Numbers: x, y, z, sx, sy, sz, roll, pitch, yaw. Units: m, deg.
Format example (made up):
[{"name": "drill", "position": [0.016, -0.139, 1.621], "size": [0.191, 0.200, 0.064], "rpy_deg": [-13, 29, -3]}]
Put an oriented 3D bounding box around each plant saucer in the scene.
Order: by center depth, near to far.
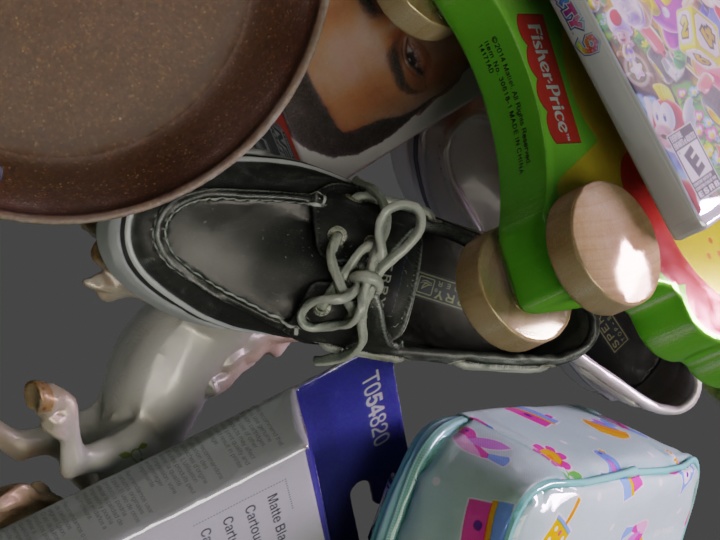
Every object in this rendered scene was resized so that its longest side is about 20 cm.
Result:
[{"name": "plant saucer", "position": [-0.110, -0.116, 0.818], "size": [0.199, 0.037, 0.202], "rpy_deg": [0, 87, -8]}]

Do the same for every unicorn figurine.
[{"name": "unicorn figurine", "position": [-0.074, 0.032, 0.914], "size": [0.200, 0.074, 0.137], "rpy_deg": [-47, 135, 7]}]

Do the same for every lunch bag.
[{"name": "lunch bag", "position": [0.064, 0.143, 0.985], "size": [0.199, 0.077, 0.161], "rpy_deg": [0, 112, -58]}]

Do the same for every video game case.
[{"name": "video game case", "position": [0.112, -0.125, 0.853], "size": [0.143, 0.018, 0.201], "rpy_deg": [-30, 93, -46]}]

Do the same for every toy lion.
[{"name": "toy lion", "position": [0.111, -0.052, 0.878], "size": [0.191, 0.068, 0.201], "rpy_deg": [-6, 76, -43]}]

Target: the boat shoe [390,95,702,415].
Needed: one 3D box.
[{"name": "boat shoe", "position": [0.087, -0.006, 0.990], "size": [0.072, 0.066, 0.200], "rpy_deg": [-42, 123, -11]}]

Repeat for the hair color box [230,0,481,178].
[{"name": "hair color box", "position": [0.033, -0.126, 0.920], "size": [0.199, 0.061, 0.102], "rpy_deg": [-33, 121, -16]}]

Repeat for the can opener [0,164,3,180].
[{"name": "can opener", "position": [-0.189, 0.007, 0.797], "size": [0.200, 0.063, 0.079], "rpy_deg": [-50, 173, 36]}]

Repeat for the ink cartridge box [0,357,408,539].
[{"name": "ink cartridge box", "position": [-0.053, 0.147, 0.939], "size": [0.199, 0.041, 0.200], "rpy_deg": [-27, 135, -15]}]

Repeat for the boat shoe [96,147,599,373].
[{"name": "boat shoe", "position": [-0.001, 0.003, 0.862], "size": [0.198, 0.068, 0.074], "rpy_deg": [20, 87, -25]}]
